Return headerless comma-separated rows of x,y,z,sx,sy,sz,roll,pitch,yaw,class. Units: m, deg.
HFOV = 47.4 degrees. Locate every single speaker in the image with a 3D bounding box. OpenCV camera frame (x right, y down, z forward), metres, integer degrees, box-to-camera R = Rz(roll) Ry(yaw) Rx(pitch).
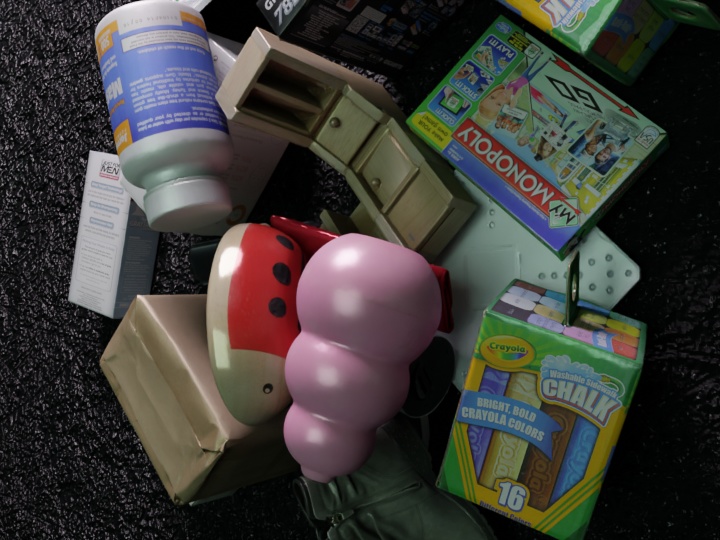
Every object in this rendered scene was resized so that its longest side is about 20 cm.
-0.003,0.072,0.812,0.199,0.081,0.082,21,101,44,speaker

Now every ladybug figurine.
-0.086,0.041,0.759,0.071,0.136,0.203,-12,62,18,ladybug figurine

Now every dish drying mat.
0.000,0.000,0.785,0.198,0.018,0.077,20,142,31,dish drying mat

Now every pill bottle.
-0.186,-0.146,0.798,0.111,0.112,0.203,-20,78,33,pill bottle

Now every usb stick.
-0.120,-0.018,0.942,0.198,0.033,0.056,-8,104,35,usb stick

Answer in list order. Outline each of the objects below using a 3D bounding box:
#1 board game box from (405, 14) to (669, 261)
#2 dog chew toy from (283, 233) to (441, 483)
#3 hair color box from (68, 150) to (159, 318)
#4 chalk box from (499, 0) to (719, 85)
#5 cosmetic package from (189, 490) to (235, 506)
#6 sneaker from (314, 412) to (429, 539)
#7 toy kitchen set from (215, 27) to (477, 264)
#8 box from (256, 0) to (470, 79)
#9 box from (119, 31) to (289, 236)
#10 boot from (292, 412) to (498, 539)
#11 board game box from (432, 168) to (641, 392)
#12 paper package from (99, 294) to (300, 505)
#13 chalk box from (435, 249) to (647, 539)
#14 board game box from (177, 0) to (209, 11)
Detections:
0.152,-0.123,0.734,0.135,0.029,0.200,-47,62,4,board game box
-0.007,0.075,0.683,0.123,0.124,0.203,14,85,35,dog chew toy
-0.317,-0.047,1.072,0.098,0.060,0.203,14,97,35,hair color box
0.196,-0.239,0.663,0.200,0.124,0.125,46,113,29,chalk box
-0.193,0.160,0.969,0.105,0.071,0.201,-45,64,25,cosmetic package
0.010,0.194,0.805,0.070,0.099,0.203,8,91,37,sneaker
-0.036,-0.082,0.783,0.164,0.179,0.201,-52,50,24,toy kitchen set
0.036,-0.275,0.742,0.198,0.199,0.050,-45,67,26,box
-0.161,-0.149,0.924,0.097,0.124,0.201,42,111,28,box
0.033,0.239,0.743,0.201,0.130,0.068,51,153,3,boot
0.129,0.007,0.771,0.200,0.026,0.201,50,115,27,board game box
-0.140,0.121,0.853,0.104,0.199,0.191,-49,64,24,paper package
0.156,0.087,0.661,0.123,0.125,0.203,20,108,17,chalk box
-0.186,-0.324,0.925,0.199,0.026,0.201,-31,31,31,board game box
